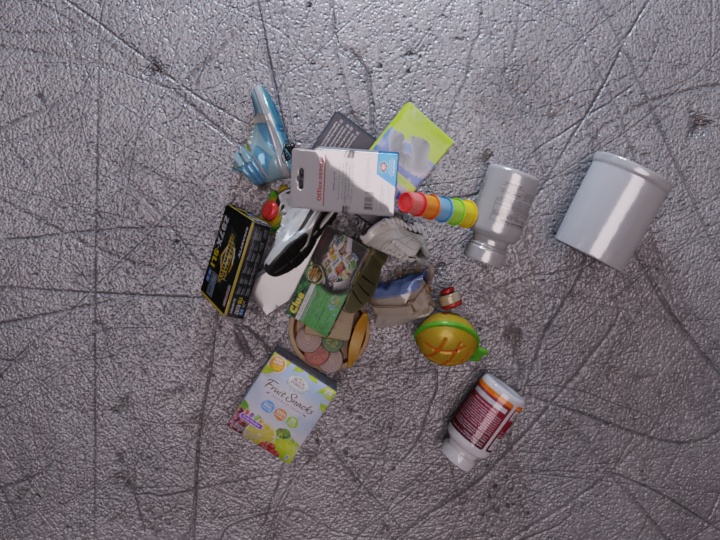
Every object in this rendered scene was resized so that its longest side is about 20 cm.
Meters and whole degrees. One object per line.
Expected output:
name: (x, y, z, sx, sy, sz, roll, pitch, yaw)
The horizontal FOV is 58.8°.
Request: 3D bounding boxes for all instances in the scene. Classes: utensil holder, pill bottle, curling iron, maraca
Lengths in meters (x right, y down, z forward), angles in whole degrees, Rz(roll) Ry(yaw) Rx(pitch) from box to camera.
utensil holder: (0.526, -0.121, 1.344, 0.168, 0.170, 0.202, 25, 100, -6)
pill bottle: (0.293, -0.114, 1.357, 0.113, 0.114, 0.203, 18, 97, -5)
curling iron: (-0.076, -0.185, 1.262, 0.199, 0.026, 0.050, 36, 59, -11)
pill bottle: (0.268, 0.341, 1.428, 0.112, 0.113, 0.201, 34, 96, -7)
maraca: (0.196, 0.158, 1.379, 0.136, 0.108, 0.200, -12, 144, 31)

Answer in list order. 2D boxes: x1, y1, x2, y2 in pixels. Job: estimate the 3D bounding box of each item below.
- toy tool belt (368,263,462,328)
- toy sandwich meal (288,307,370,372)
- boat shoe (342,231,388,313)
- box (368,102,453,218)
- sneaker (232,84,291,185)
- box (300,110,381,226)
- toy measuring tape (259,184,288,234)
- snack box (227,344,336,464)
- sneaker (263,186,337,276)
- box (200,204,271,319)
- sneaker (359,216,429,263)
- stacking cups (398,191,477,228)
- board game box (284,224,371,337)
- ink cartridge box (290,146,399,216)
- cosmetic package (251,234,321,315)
toy tool belt: (0.107, 0.041, 1.365, 0.198, 0.125, 0.125, -17, 94, 20)
toy sandwich meal: (-0.065, 0.129, 1.399, 0.202, 0.070, 0.209, 0, 99, -3)
boat shoe: (0.000, 0.000, 1.357, 0.075, 0.068, 0.202, 50, 61, -43)
box: (0.074, -0.212, 1.257, 0.122, 0.048, 0.201, 38, 95, -7)
sneaker: (-0.222, -0.273, 1.328, 0.129, 0.080, 0.203, -19, 89, 10)
box: (-0.012, -0.210, 1.331, 0.199, 0.107, 0.149, 35, 95, -7)
toy measuring tape: (-0.186, -0.083, 1.355, 0.073, 0.074, 0.203, 19, 92, -6)
snack box: (-0.173, 0.297, 1.423, 0.167, 0.068, 0.201, 32, 94, -6)
sneaker: (-0.144, -0.086, 1.288, 0.115, 0.076, 0.201, 34, 76, 26)
box: (-0.261, -0.021, 1.322, 0.049, 0.159, 0.203, 14, 100, -33)
sneaker: (0.077, -0.057, 1.306, 0.075, 0.199, 0.082, -33, 68, 35)
stacking cups: (0.155, -0.120, 1.276, 0.198, 0.060, 0.061, 1, 102, -45)
board game box: (-0.066, 0.021, 1.286, 0.104, 0.023, 0.202, 28, 101, 8)
ink cartridge box: (-0.029, -0.171, 1.204, 0.197, 0.067, 0.118, 5, 106, 3)
cosmetic package: (-0.138, 0.002, 1.359, 0.198, 0.107, 0.091, -31, 99, 0)
